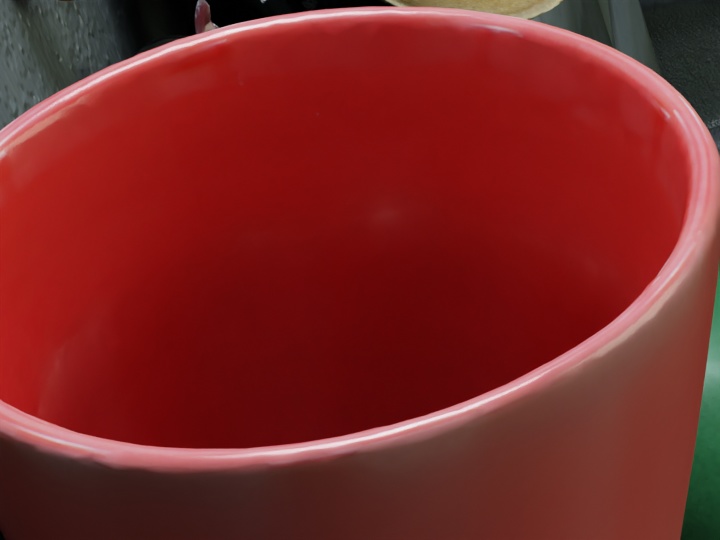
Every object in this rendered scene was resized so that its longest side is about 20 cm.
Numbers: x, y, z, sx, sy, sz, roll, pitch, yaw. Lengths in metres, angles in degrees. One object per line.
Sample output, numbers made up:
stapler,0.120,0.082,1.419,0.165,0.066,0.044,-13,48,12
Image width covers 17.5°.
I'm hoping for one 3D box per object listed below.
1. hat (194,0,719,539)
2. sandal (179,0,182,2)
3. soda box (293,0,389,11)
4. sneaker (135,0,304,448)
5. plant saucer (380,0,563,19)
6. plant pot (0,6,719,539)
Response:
hat,0.040,0.045,0.702,0.200,0.176,0.166,44,-61,52
sandal,-0.067,-0.171,0.864,0.075,0.045,0.200,-88,160,-51
soda box,0.006,-0.117,0.945,0.071,0.063,0.200,45,13,-33
sneaker,-0.048,-0.027,0.758,0.091,0.066,0.200,48,35,-29
plant saucer,0.010,-0.176,0.831,0.200,0.035,0.201,15,66,-36
plant pot,-0.001,0.055,0.610,0.201,0.200,0.178,-86,168,-55
